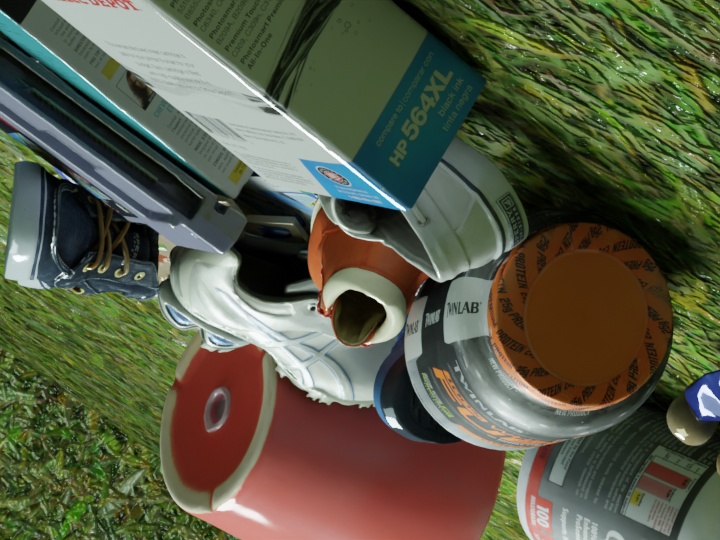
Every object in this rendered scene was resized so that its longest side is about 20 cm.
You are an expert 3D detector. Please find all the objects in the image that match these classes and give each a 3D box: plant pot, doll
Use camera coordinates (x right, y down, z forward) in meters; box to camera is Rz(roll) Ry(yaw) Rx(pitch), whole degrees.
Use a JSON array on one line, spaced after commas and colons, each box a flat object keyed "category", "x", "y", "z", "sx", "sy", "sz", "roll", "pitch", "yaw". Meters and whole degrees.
[{"category": "plant pot", "x": -0.027, "y": 0.113, "z": 1.983, "sx": 0.177, "sy": 0.202, "sz": 0.200, "roll": 16, "pitch": 179, "yaw": -32}, {"category": "doll", "x": 0.241, "y": 0.080, "z": 1.598, "sx": 0.136, "sy": 0.049, "sz": 0.200, "roll": 42, "pitch": 162, "yaw": -4}]

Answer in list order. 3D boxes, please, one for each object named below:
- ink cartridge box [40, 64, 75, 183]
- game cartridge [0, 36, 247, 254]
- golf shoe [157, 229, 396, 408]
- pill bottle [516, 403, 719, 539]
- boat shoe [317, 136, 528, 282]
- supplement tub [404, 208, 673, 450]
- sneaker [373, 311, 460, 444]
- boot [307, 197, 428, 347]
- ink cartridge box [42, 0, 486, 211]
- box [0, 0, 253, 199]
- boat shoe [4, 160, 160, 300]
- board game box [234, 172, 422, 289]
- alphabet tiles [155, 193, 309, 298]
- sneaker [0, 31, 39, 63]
[{"category": "ink cartridge box", "x": -0.199, "y": -0.110, "z": 1.903, "sx": 0.200, "sy": 0.044, "sz": 0.094, "roll": 49, "pitch": 164, "yaw": -22}, {"category": "game cartridge", "x": -0.164, "y": -0.076, "z": 1.668, "sx": 0.200, "sy": 0.039, "sz": 0.130, "roll": 36, "pitch": 169, "yaw": -15}, {"category": "golf shoe", "x": -0.026, "y": 0.028, "z": 1.857, "sx": 0.199, "sy": 0.079, "sz": 0.097, "roll": 18, "pitch": 151, "yaw": -24}, {"category": "pill bottle", "x": 0.207, "y": 0.158, "z": 1.869, "sx": 0.199, "sy": 0.116, "sz": 0.116, "roll": 23, "pitch": 166, "yaw": 40}, {"category": "boat shoe", "x": 0.009, "y": -0.047, "z": 1.544, "sx": 0.200, "sy": 0.066, "sz": 0.072, "roll": 38, "pitch": 154, "yaw": 46}, {"category": "supplement tub", "x": 0.099, "y": 0.033, "z": 1.595, "sx": 0.122, "sy": 0.123, "sz": 0.200, "roll": 32, "pitch": 169, "yaw": -4}, {"category": "sneaker", "x": 0.045, "y": 0.057, "z": 1.773, "sx": 0.078, "sy": 0.066, "sz": 0.200, "roll": 10, "pitch": -164, "yaw": 26}, {"category": "boot", "x": 0.000, "y": 0.000, "z": 1.679, "sx": 0.075, "sy": 0.108, "sz": 0.200, "roll": 28, "pitch": 160, "yaw": -6}, {"category": "ink cartridge box", "x": -0.059, "y": -0.122, "z": 1.439, "sx": 0.200, "sy": 0.085, "sz": 0.146, "roll": 39, "pitch": 168, "yaw": -30}, {"category": "box", "x": -0.126, "y": -0.128, "z": 1.607, "sx": 0.200, "sy": 0.083, "sz": 0.049, "roll": 40, "pitch": 167, "yaw": -35}, {"category": "boat shoe", "x": -0.165, "y": -0.022, "z": 1.770, "sx": 0.090, "sy": 0.071, "sz": 0.200, "roll": 6, "pitch": 175, "yaw": -2}, {"category": "board game box", "x": -0.019, "y": -0.036, "z": 1.849, "sx": 0.135, "sy": 0.035, "sz": 0.200, "roll": 36, "pitch": 169, "yaw": -19}, {"category": "alphabet tiles", "x": -0.104, "y": -0.013, "z": 1.897, "sx": 0.166, "sy": 0.008, "sz": 0.200, "roll": 4, "pitch": 161, "yaw": 16}, {"category": "sneaker", "x": -0.191, "y": -0.156, "z": 1.708, "sx": 0.099, "sy": 0.070, "sz": 0.200, "roll": 39, "pitch": 177, "yaw": -34}]
